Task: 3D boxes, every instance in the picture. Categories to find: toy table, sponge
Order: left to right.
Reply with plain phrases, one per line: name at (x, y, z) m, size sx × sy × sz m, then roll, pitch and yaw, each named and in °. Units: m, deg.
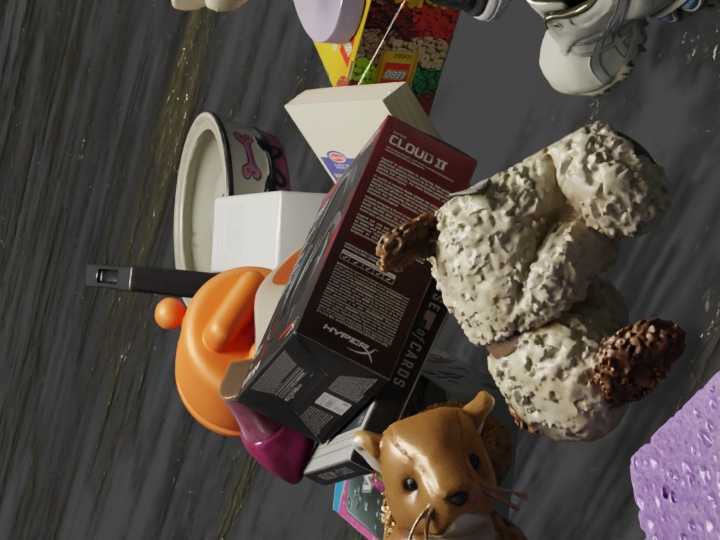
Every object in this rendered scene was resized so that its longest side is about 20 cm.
toy table at (-0.073, -0.269, 1.552) m, size 0.201 × 0.116 × 0.185 m, roll -109°, pitch 29°, yaw -47°
sponge at (0.209, 0.112, 1.074) m, size 0.200 × 0.030 × 0.112 m, roll 122°, pitch 144°, yaw -54°

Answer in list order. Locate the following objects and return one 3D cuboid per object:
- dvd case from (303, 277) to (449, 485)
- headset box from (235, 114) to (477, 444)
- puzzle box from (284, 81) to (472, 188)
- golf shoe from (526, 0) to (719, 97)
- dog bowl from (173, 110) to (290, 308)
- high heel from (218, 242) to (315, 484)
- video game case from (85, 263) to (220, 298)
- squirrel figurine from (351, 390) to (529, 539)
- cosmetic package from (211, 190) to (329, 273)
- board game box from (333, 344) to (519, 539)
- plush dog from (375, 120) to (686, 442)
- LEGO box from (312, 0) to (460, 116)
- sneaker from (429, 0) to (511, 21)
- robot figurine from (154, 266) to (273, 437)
dvd case at (0.026, 0.054, 1.393) m, size 0.201 × 0.025 × 0.150 m, roll -65°, pitch 8°, yaw -15°
headset box at (0.000, 0.000, 1.372) m, size 0.201 × 0.077 × 0.149 m, roll -68°, pitch 9°, yaw -26°
puzzle box at (0.020, -0.081, 1.506) m, size 0.133 × 0.025 × 0.200 m, roll 56°, pitch 163°, yaw -17°
golf shoe at (0.137, -0.166, 1.212) m, size 0.200 × 0.097 × 0.079 m, roll 134°, pitch 133°, yaw -64°
dog bowl at (-0.127, -0.055, 1.968) m, size 0.200 × 0.073 × 0.202 m, roll -177°, pitch 90°, yaw -71°
high heel at (-0.042, 0.061, 1.483) m, size 0.067 × 0.096 × 0.200 m, roll -4°, pitch 40°, yaw 37°
video game case at (-0.132, 0.015, 1.786) m, size 0.181 × 0.199 × 0.026 m, roll -177°, pitch 92°, yaw -70°
squirrel figurine at (0.052, 0.161, 1.275) m, size 0.200 × 0.141 × 0.188 m, roll -109°, pitch 1°, yaw -64°
cosmetic package at (-0.056, -0.029, 1.726) m, size 0.200 × 0.101 × 0.072 m, roll -178°, pitch 91°, yaw -69°
board game box at (0.047, 0.139, 1.476) m, size 0.200 × 0.064 × 0.149 m, roll -152°, pitch 67°, yaw -69°
plush dog at (0.112, 0.025, 1.225) m, size 0.173 × 0.160 × 0.200 m, roll 63°, pitch 158°, yaw 3°
LEGO box at (0.013, -0.241, 1.594) m, size 0.201 × 0.077 × 0.150 m, roll -112°, pitch 30°, yaw -48°
sneaker at (0.047, -0.276, 1.447) m, size 0.076 × 0.113 × 0.201 m, roll 124°, pitch 144°, yaw -55°
robot figurine at (-0.094, 0.067, 1.613) m, size 0.200 × 0.143 × 0.117 m, roll 113°, pitch 151°, yaw -68°
